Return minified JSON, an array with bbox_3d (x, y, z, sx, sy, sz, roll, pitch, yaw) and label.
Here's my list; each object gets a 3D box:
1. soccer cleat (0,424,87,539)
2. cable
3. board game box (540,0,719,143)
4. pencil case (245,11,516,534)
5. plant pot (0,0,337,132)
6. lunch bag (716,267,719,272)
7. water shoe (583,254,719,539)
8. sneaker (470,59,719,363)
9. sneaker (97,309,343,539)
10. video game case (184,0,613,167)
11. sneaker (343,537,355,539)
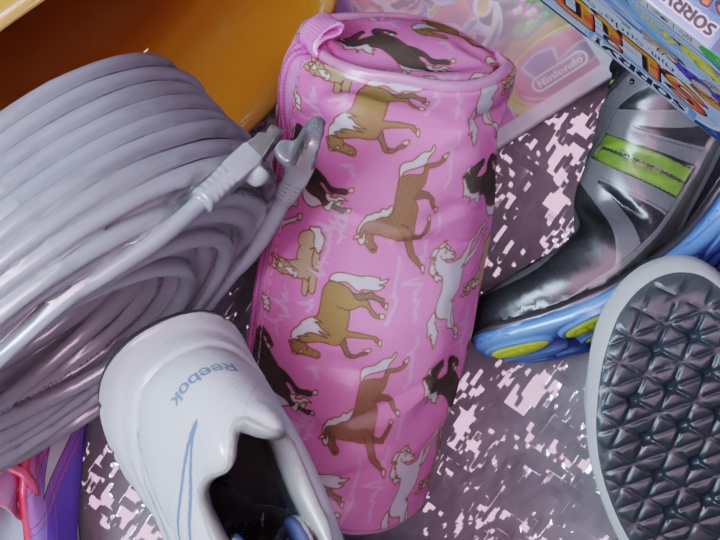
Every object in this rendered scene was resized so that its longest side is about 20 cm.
[{"bbox_3d":[-0.140,0.060,0.990,0.068,0.073,0.201,2,91,5],"label":"soccer cleat"},{"bbox_3d":[-0.121,0.010,0.876,0.200,0.200,0.069,-31,78,-28],"label":"cable"},{"bbox_3d":[0.066,-0.127,0.890,0.200,0.135,0.035,39,88,8],"label":"board game box"},{"bbox_3d":[0.000,0.000,0.947,0.083,0.086,0.201,26,117,30],"label":"pencil case"},{"bbox_3d":[-0.138,-0.130,0.929,0.200,0.200,0.184,-35,71,4],"label":"plant pot"},{"bbox_3d":[0.227,0.017,0.897,0.094,0.200,0.151,-44,89,-7],"label":"lunch bag"},{"bbox_3d":[0.127,0.090,0.965,0.071,0.079,0.201,-11,100,2],"label":"water shoe"},{"bbox_3d":[0.116,-0.040,0.981,0.200,0.071,0.083,-45,76,2],"label":"sneaker"},{"bbox_3d":[-0.034,0.114,0.889,0.074,0.087,0.201,-29,119,-12],"label":"sneaker"},{"bbox_3d":[-0.008,-0.127,1.006,0.143,0.018,0.201,-32,89,4],"label":"video game case"},{"bbox_3d":[-0.054,0.186,0.990,0.114,0.075,0.201,24,88,3],"label":"sneaker"}]
